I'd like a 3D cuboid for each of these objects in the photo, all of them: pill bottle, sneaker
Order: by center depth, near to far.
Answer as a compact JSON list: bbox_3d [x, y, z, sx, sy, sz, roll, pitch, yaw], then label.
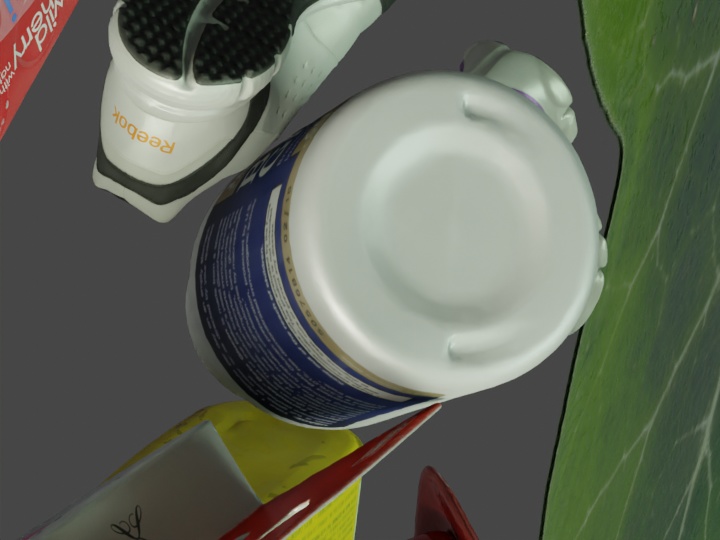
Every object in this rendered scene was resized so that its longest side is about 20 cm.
[{"bbox_3d":[0.000,0.000,0.995,0.111,0.111,0.200,-68,-166,-16],"label":"pill bottle"},{"bbox_3d":[-0.042,-0.088,0.999,0.200,0.074,0.080,-43,160,-51],"label":"sneaker"},{"bbox_3d":[0.064,-0.028,1.349,0.083,0.080,0.200,-47,144,-22],"label":"sneaker"}]

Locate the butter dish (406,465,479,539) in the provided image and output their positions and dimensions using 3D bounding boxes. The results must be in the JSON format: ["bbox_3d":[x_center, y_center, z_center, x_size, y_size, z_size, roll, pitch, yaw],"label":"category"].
[{"bbox_3d":[0.010,0.230,1.284,0.200,0.147,0.201,-121,-153,-50],"label":"butter dish"}]

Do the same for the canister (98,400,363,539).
[{"bbox_3d":[-0.061,0.169,1.103,0.148,0.086,0.201,-36,137,-62],"label":"canister"}]

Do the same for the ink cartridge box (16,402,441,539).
[{"bbox_3d":[-0.084,0.096,0.877,0.173,0.044,0.200,-34,180,28],"label":"ink cartridge box"}]

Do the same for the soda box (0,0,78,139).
[{"bbox_3d":[-0.103,-0.126,0.780,0.070,0.063,0.201,73,37,-58],"label":"soda box"}]
